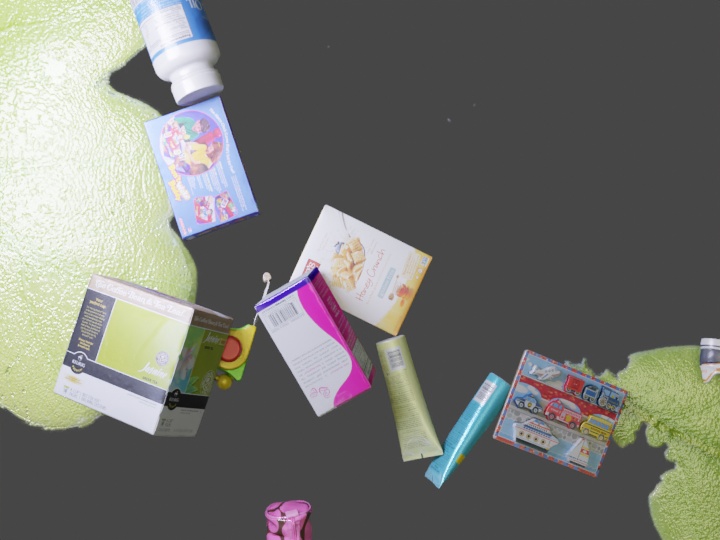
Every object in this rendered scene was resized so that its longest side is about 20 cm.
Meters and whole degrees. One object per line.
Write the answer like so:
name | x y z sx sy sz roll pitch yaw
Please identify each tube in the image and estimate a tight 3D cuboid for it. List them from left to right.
tube | 0.075 0.208 1.615 0.051 0.058 0.203 -15 87 -18
tube | 0.173 0.260 1.604 0.050 0.077 0.201 38 84 -7

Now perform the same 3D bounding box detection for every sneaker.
sneaker | 0.651 0.164 1.611 0.197 0.078 0.081 8 82 11

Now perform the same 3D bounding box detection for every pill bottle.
pill bottle | -0.293 -0.376 1.608 0.111 0.112 0.202 -21 88 -2

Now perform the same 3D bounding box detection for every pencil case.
pencil case | -0.111 0.472 1.576 0.089 0.094 0.203 -3 86 -1

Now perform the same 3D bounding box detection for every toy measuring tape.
toy measuring tape | -0.203 0.093 1.611 0.073 0.074 0.202 16 78 0

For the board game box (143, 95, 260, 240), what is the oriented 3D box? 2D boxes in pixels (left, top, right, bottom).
board game box | -0.259 -0.167 1.630 0.133 0.045 0.202 -19 88 -2

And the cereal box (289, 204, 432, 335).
cereal box | 0.000 0.000 1.627 0.198 0.040 0.145 25 88 0

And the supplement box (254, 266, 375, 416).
supplement box | -0.068 0.111 1.570 0.100 0.103 0.202 -28 95 10

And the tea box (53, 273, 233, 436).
tea box | -0.335 0.131 1.539 0.198 0.133 0.199 18 88 23

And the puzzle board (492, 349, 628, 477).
puzzle board | 0.327 0.234 1.608 0.198 0.017 0.152 22 86 -14
